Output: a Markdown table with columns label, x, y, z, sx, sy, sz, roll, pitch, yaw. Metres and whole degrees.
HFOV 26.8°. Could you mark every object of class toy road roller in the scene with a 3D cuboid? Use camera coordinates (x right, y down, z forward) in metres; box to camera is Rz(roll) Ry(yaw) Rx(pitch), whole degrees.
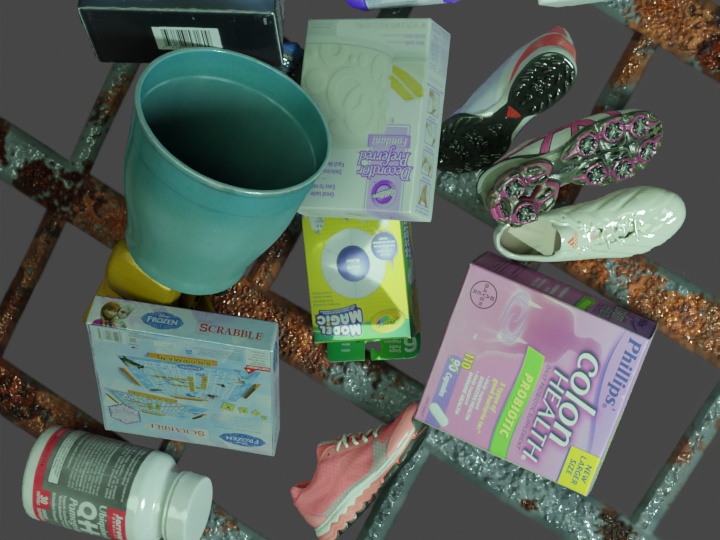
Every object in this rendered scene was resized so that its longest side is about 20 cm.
| label | x | y | z | sx | sy | sz | roll | pitch | yaw |
| --- | --- | --- | --- | --- | --- | --- | --- | --- | --- |
| toy road roller | -0.229 | 0.026 | 1.649 | 0.122 | 0.146 | 0.201 | 33 | 106 | 9 |

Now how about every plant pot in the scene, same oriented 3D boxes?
| label | x | y | z | sx | sy | sz | roll | pitch | yaw |
| --- | --- | --- | --- | --- | --- | --- | --- | --- | --- |
| plant pot | -0.153 | -0.086 | 1.517 | 0.199 | 0.200 | 0.189 | 36 | 133 | 8 |

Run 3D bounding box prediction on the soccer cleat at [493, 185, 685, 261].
| label | x | y | z | sx | sy | sz | roll | pitch | yaw |
| --- | --- | --- | --- | --- | --- | --- | --- | --- | --- |
| soccer cleat | 0.231 | -0.040 | 1.539 | 0.197 | 0.078 | 0.070 | -9 | 96 | 17 |

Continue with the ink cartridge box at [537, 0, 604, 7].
| label | x | y | z | sx | sy | sz | roll | pitch | yaw |
| --- | --- | --- | --- | --- | --- | --- | --- | --- | --- |
| ink cartridge box | 0.203 | -0.364 | 1.480 | 0.067 | 0.115 | 0.203 | -5 | 96 | 16 |

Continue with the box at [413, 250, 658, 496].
| label | x | y | z | sx | sy | sz | roll | pitch | yaw |
| --- | --- | --- | --- | --- | --- | --- | --- | --- | --- |
| box | 0.181 | 0.104 | 1.566 | 0.198 | 0.097 | 0.178 | 23 | 104 | 11 |

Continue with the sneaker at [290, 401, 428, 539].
| label | x | y | z | sx | sy | sz | roll | pitch | yaw |
| --- | --- | --- | --- | --- | --- | --- | --- | --- | --- |
| sneaker | -0.005 | 0.206 | 1.649 | 0.087 | 0.074 | 0.201 | 42 | 107 | 8 |

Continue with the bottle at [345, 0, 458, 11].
| label | x | y | z | sx | sy | sz | roll | pitch | yaw |
| --- | --- | --- | --- | --- | --- | --- | --- | --- | --- |
| bottle | 0.080 | -0.314 | 1.549 | 0.197 | 0.065 | 0.085 | -2 | 97 | 17 |

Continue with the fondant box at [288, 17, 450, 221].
| label | x | y | z | sx | sy | sz | roll | pitch | yaw |
| --- | --- | --- | --- | --- | --- | --- | --- | --- | --- |
| fondant box | 0.009 | -0.156 | 1.563 | 0.142 | 0.058 | 0.203 | 3 | 85 | 25 |

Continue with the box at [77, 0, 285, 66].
| label | x | y | z | sx | sy | sz | roll | pitch | yaw |
| --- | --- | --- | --- | --- | --- | --- | --- | --- | --- |
| box | -0.174 | -0.325 | 1.536 | 0.197 | 0.123 | 0.201 | 1 | 71 | 2 |

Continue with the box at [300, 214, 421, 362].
| label | x | y | z | sx | sy | sz | roll | pitch | yaw |
| --- | --- | --- | --- | --- | --- | --- | --- | --- | --- |
| box | 0.000 | 0.000 | 1.631 | 0.116 | 0.048 | 0.203 | -4 | 98 | 18 |

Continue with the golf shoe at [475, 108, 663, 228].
| label | x | y | z | sx | sy | sz | roll | pitch | yaw |
| --- | --- | --- | --- | --- | --- | --- | --- | --- | --- |
| golf shoe | 0.208 | -0.119 | 1.535 | 0.198 | 0.092 | 0.073 | -23 | 120 | -3 |

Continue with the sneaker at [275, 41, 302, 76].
| label | x | y | z | sx | sy | sz | roll | pitch | yaw |
| --- | --- | --- | --- | --- | --- | --- | --- | --- | --- |
| sneaker | -0.136 | -0.277 | 1.623 | 0.085 | 0.077 | 0.201 | -40 | 84 | 1 |

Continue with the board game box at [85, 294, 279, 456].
| label | x | y | z | sx | sy | sz | roll | pitch | yaw |
| --- | --- | --- | --- | --- | --- | --- | --- | --- | --- |
| board game box | -0.186 | 0.116 | 1.628 | 0.197 | 0.042 | 0.201 | 9 | 141 | 4 |

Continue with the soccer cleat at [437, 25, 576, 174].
| label | x | y | z | sx | sy | sz | roll | pitch | yaw |
| --- | --- | --- | --- | --- | --- | --- | --- | --- | --- |
| soccer cleat | 0.146 | -0.173 | 1.560 | 0.068 | 0.074 | 0.200 | 38 | 126 | -18 |

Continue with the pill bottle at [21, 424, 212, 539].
| label | x | y | z | sx | sy | sz | roll | pitch | yaw |
| --- | --- | --- | --- | --- | --- | --- | --- | --- | --- |
| pill bottle | -0.273 | 0.250 | 1.714 | 0.197 | 0.111 | 0.112 | 12 | 101 | 14 |
